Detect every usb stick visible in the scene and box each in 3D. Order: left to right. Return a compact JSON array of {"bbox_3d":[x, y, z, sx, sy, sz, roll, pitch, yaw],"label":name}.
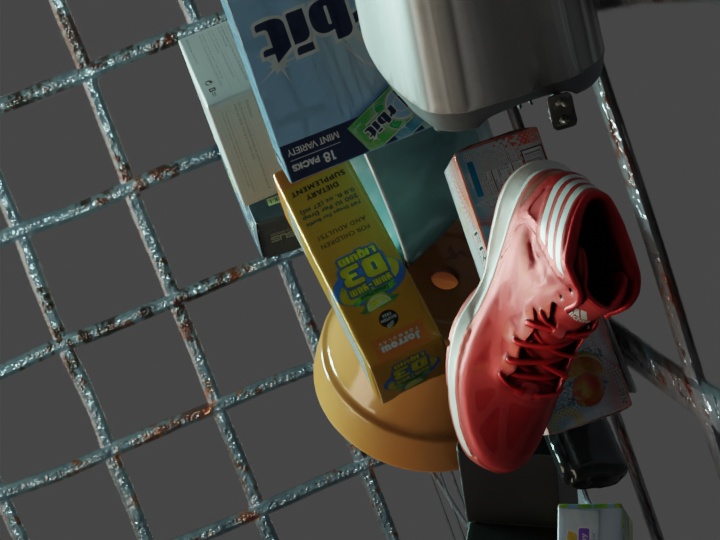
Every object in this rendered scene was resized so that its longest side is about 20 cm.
[{"bbox_3d":[0.140,0.071,1.115,0.033,0.055,0.202,-61,38,43],"label":"usb stick"}]

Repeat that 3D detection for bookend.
[{"bbox_3d":[0.111,0.197,1.174,0.201,0.091,0.200,-74,-20,-45],"label":"bookend"}]

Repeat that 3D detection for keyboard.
[{"bbox_3d":[0.169,0.062,1.123,0.200,0.011,0.057,134,120,-85],"label":"keyboard"}]

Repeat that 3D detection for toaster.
[{"bbox_3d":[0.053,-0.162,0.792,0.201,0.112,0.130,-115,8,-60],"label":"toaster"}]

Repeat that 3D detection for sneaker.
[{"bbox_3d":[0.109,0.039,0.927,0.115,0.077,0.203,-141,56,-72],"label":"sneaker"}]

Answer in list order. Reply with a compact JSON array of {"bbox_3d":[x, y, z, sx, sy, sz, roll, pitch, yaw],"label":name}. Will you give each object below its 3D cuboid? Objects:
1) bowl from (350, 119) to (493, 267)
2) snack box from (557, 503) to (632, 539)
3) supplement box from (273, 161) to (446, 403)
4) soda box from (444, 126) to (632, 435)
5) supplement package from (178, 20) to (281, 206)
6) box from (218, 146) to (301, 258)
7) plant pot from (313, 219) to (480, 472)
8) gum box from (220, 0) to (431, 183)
[{"bbox_3d":[0.037,-0.116,1.201,0.203,0.104,0.201,64,178,5],"label":"bowl"},{"bbox_3d":[0.176,0.282,1.138,0.142,0.052,0.203,44,-133,-71],"label":"snack box"},{"bbox_3d":[0.000,0.000,1.203,0.069,0.066,0.201,75,168,-62],"label":"supplement box"},{"bbox_3d":[0.119,0.009,1.041,0.068,0.063,0.203,109,143,-83],"label":"soda box"},{"bbox_3d":[-0.047,-0.172,1.391,0.120,0.198,0.122,-118,7,-47],"label":"supplement package"},{"bbox_3d":[-0.026,-0.105,1.468,0.158,0.198,0.051,-117,12,-45],"label":"box"},{"bbox_3d":[0.062,0.051,1.304,0.141,0.197,0.201,98,154,-49],"label":"plant pot"},{"bbox_3d":[-0.006,-0.183,1.036,0.045,0.168,0.202,-121,11,-61],"label":"gum box"}]
